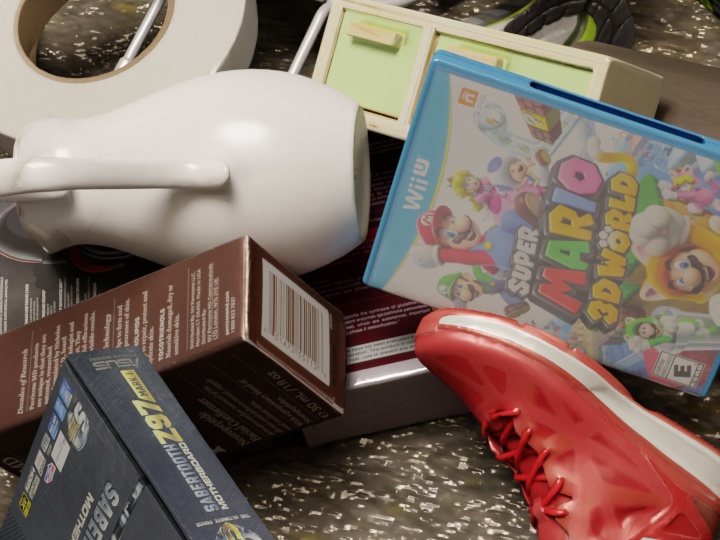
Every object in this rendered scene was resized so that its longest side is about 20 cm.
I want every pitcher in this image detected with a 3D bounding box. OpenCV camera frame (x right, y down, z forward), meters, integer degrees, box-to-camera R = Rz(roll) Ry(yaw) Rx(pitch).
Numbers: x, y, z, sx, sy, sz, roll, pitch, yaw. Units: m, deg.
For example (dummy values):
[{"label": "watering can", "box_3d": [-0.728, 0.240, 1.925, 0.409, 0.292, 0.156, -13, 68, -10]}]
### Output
[{"label": "pitcher", "box_3d": [-0.100, -0.051, 1.011, 0.200, 0.172, 0.121, -1, 94, 7]}]

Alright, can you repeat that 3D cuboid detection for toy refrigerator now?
[{"label": "toy refrigerator", "box_3d": [0.066, -0.102, 1.043, 0.200, 0.070, 0.076, 21, 97, 38]}]

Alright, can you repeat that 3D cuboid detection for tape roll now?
[{"label": "tape roll", "box_3d": [-0.166, -0.154, 1.159, 0.203, 0.037, 0.203, -6, 60, 10]}]

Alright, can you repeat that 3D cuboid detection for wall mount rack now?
[{"label": "wall mount rack", "box_3d": [-0.068, -0.168, 1.202, 0.200, 0.075, 0.174, 18, 34, 23]}]

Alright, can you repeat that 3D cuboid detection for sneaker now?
[{"label": "sneaker", "box_3d": [0.085, -0.137, 1.186, 0.200, 0.074, 0.081, -15, 13, 15]}, {"label": "sneaker", "box_3d": [0.101, 0.110, 0.974, 0.200, 0.078, 0.116, 29, 68, 5]}]

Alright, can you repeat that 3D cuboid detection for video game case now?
[{"label": "video game case", "box_3d": [0.114, -0.023, 0.965, 0.200, 0.143, 0.018, 19, 30, 3]}]

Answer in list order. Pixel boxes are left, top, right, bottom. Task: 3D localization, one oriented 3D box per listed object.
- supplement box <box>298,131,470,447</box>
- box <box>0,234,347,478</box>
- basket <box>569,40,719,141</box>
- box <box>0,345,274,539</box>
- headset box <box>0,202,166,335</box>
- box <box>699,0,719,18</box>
[{"label": "supplement box", "box_3d": [0.000, 0.000, 1.107, 0.109, 0.061, 0.200, -12, 55, 3]}, {"label": "box", "box_3d": [-0.118, 0.061, 1.024, 0.200, 0.100, 0.075, -20, 52, 27]}, {"label": "basket", "box_3d": [0.201, -0.053, 1.062, 0.200, 0.136, 0.180, 23, 52, 29]}, {"label": "box", "box_3d": [-0.128, 0.164, 0.943, 0.051, 0.200, 0.158, -7, 45, -40]}, {"label": "headset box", "box_3d": [-0.169, 0.000, 1.133, 0.200, 0.075, 0.149, -8, 55, 5]}, {"label": "box", "box_3d": [0.275, -0.215, 1.215, 0.110, 0.035, 0.200, -32, 55, -11]}]
